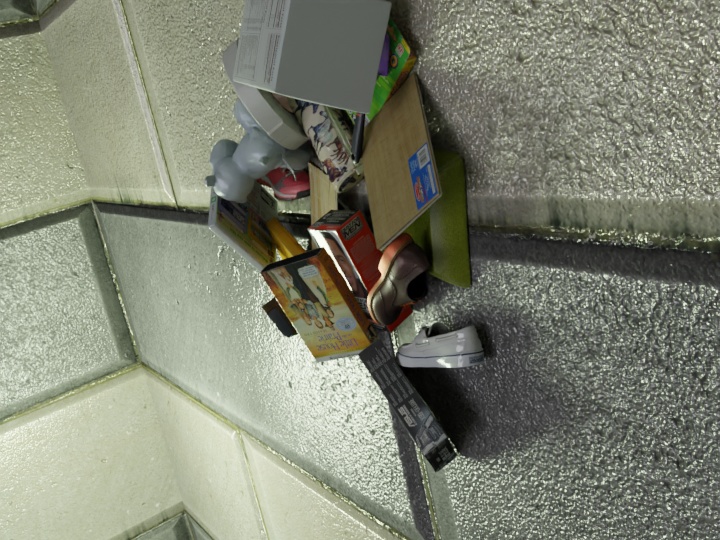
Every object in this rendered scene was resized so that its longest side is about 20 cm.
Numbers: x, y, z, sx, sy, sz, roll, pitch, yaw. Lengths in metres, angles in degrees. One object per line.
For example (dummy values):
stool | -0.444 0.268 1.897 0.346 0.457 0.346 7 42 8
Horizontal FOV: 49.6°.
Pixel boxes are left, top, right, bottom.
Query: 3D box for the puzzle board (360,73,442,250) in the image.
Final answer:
puzzle board | 0.055 -0.153 1.112 0.150 0.017 0.205 -40 51 45

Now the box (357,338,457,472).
box | 0.080 0.227 1.298 0.202 0.049 0.158 55 177 25

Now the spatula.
spatula | 0.009 -0.253 1.147 0.056 0.020 0.204 40 126 41

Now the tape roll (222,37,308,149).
tape roll | -0.154 -0.298 1.314 0.037 0.202 0.206 -33 75 17

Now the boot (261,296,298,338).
boot | -0.128 0.093 1.518 0.075 0.096 0.202 45 164 37

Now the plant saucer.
plant saucer | 0.080 -0.085 1.174 0.198 0.047 0.205 25 129 51

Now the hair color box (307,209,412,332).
hair color box | 0.000 0.000 1.297 0.101 0.061 0.203 7 130 58

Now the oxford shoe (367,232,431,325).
oxford shoe | 0.060 0.034 1.178 0.072 0.071 0.202 43 151 21

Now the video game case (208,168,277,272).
video game case | -0.221 -0.109 1.496 0.200 0.022 0.186 46 -146 -49

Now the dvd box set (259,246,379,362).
dvd box set | -0.069 0.064 1.332 0.144 0.030 0.203 -13 116 39

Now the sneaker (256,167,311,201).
sneaker | -0.148 -0.193 1.469 0.199 0.072 0.089 32 133 48

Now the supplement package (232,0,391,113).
supplement package | -0.076 -0.323 1.111 0.199 0.148 0.155 33 114 60

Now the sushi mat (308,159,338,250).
sushi mat | -0.065 -0.084 1.382 0.095 0.012 0.205 37 136 45

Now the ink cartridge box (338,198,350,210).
ink cartridge box | -0.036 -0.020 1.423 0.099 0.039 0.203 45 143 35

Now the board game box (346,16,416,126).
board game box | 0.022 -0.294 1.162 0.097 0.029 0.201 60 152 16

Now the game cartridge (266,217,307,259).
game cartridge | -0.100 0.012 1.502 0.200 0.032 0.178 49 166 36

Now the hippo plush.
hippo plush | -0.185 -0.189 1.391 0.160 0.157 0.203 -41 51 28

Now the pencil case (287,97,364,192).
pencil case | -0.048 -0.225 1.273 0.203 0.076 0.090 61 167 15

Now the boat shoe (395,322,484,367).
boat shoe | 0.121 0.114 1.219 0.198 0.072 0.067 -9 89 54
